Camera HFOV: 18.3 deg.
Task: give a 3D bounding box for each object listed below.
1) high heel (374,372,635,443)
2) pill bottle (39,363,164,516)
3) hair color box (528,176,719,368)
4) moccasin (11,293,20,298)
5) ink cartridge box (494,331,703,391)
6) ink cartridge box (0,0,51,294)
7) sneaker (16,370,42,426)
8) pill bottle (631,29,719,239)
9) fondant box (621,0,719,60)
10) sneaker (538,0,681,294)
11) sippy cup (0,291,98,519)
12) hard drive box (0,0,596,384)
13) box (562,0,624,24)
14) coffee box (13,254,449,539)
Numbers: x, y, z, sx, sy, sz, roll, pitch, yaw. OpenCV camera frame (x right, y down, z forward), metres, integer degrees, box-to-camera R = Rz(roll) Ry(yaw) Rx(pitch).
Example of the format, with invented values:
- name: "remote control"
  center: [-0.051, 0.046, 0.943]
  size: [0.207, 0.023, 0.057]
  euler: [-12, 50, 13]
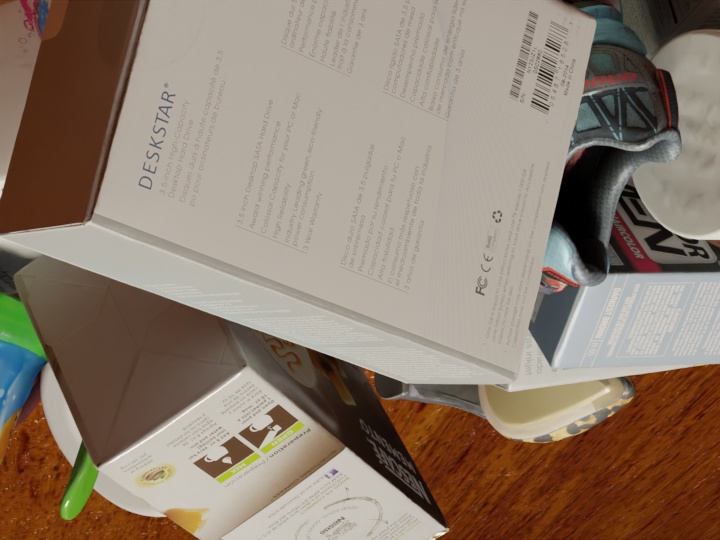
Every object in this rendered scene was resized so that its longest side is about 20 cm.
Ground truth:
- name: "high heel"
  center: [0.122, 0.066, 1.310]
  size: [0.142, 0.072, 0.200]
  euler: [8, 175, -38]
- name: "pill bottle"
  center: [-0.068, 0.036, 1.194]
  size: [0.112, 0.112, 0.200]
  euler: [-31, -175, 44]
- name: "hair color box"
  center: [0.168, -0.007, 1.086]
  size: [0.200, 0.099, 0.061]
  euler: [0, 128, -25]
- name: "moccasin"
  center: [-0.248, 0.015, 1.097]
  size: [0.201, 0.078, 0.074]
  euler: [8, 128, -20]
- name: "ink cartridge box"
  center: [0.148, -0.026, 1.183]
  size: [0.200, 0.146, 0.083]
  euler: [-7, -166, -23]
- name: "ink cartridge box"
  center: [-0.113, -0.064, 0.989]
  size: [0.199, 0.084, 0.145]
  euler: [-16, 163, 4]
- name: "sneaker"
  center: [-0.237, 0.040, 1.166]
  size: [0.199, 0.116, 0.076]
  euler: [-11, 163, -10]
- name: "pill bottle"
  center: [0.225, -0.061, 1.022]
  size: [0.200, 0.110, 0.110]
  euler: [-1, 159, -36]
- name: "fondant box"
  center: [0.204, -0.138, 1.049]
  size: [0.144, 0.058, 0.200]
  euler: [-7, 162, -21]
- name: "sneaker"
  center: [0.062, -0.019, 0.984]
  size: [0.079, 0.096, 0.200]
  euler: [3, 134, -49]
- name: "sippy cup"
  center: [-0.214, 0.069, 0.993]
  size: [0.178, 0.131, 0.140]
  euler: [4, 166, 40]
- name: "hard drive box"
  center: [-0.020, -0.057, 0.855]
  size: [0.200, 0.156, 0.077]
  euler: [22, 165, -33]
- name: "box"
  center: [0.065, -0.136, 0.958]
  size: [0.082, 0.049, 0.200]
  euler: [-16, 163, 4]
- name: "coffee box"
  center: [-0.054, 0.062, 0.994]
  size: [0.080, 0.114, 0.200]
  euler: [-35, 143, 8]
